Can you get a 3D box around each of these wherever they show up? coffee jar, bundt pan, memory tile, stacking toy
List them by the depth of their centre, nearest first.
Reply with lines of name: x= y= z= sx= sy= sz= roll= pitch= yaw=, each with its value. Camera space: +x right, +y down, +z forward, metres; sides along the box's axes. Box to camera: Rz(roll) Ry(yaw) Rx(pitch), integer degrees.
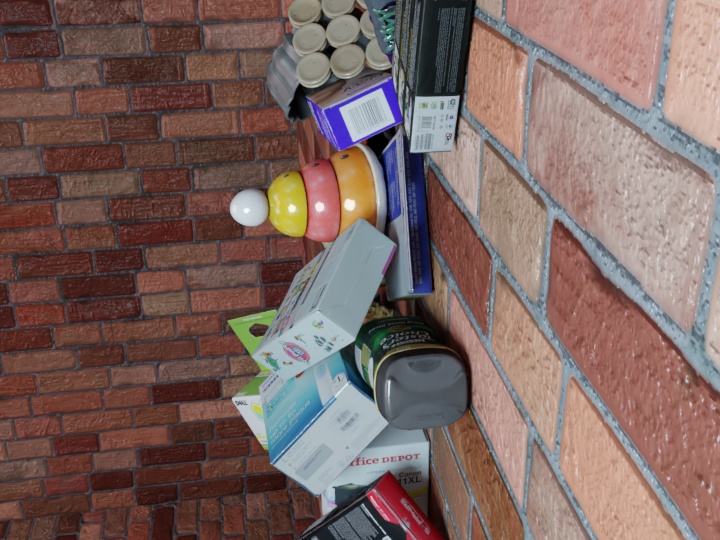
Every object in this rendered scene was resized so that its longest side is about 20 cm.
coffee jar: x=0.056 y=0.114 z=1.012 sx=0.200 sy=0.103 sz=0.087 roll=-131 pitch=38 yaw=-76
stacking toy: x=-0.074 y=-0.090 z=1.166 sx=0.146 sy=0.197 sz=0.148 roll=173 pitch=90 yaw=-69
memory tile: x=-0.026 y=-0.351 z=1.224 sx=0.017 sy=0.151 sz=0.203 roll=54 pitch=-154 yaw=-64
bundt pan: x=-0.067 y=-0.325 z=1.333 sx=0.076 sy=0.202 sz=0.202 roll=44 pitch=164 yaw=7

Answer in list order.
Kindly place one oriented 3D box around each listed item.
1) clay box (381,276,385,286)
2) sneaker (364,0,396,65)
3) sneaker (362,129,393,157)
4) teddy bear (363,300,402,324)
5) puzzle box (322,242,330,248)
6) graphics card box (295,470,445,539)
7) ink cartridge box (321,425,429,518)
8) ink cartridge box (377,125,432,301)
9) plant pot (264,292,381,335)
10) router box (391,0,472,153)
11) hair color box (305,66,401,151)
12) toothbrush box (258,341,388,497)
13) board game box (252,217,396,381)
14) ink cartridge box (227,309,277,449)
clay box: x=0.000 y=0.000 z=1.329 sx=0.200 sy=0.113 sz=0.048 roll=151 pitch=115 yaw=-81
sneaker: x=0.044 y=-0.295 z=1.022 sx=0.200 sy=0.073 sz=0.089 roll=19 pitch=-125 yaw=-82
sneaker: x=0.015 y=-0.120 z=1.292 sx=0.112 sy=0.076 sz=0.203 roll=-114 pitch=21 yaw=-71
teddy bear: x=0.026 y=0.132 z=1.277 sx=0.144 sy=0.066 sz=0.202 roll=35 pitch=135 yaw=30
puzzle box: x=-0.042 y=-0.062 z=1.527 sx=0.202 sy=0.025 sz=0.133 roll=65 pitch=-166 yaw=1
graphics card box: x=0.009 y=0.358 z=1.144 sx=0.126 sy=0.051 sz=0.200 roll=49 pitch=127 yaw=4
ink cartridge box: x=0.018 y=0.308 z=1.239 sx=0.083 sy=0.144 sz=0.203 roll=-111 pitch=18 yaw=-65
ink cartridge box: x=0.059 y=-0.065 z=1.127 sx=0.200 sy=0.046 sz=0.201 roll=155 pitch=112 yaw=-80
plant pot: x=-0.034 y=0.158 z=1.439 sx=0.200 sy=0.198 sz=0.190 roll=-164 pitch=56 yaw=-82
router box: x=0.069 y=-0.246 z=0.904 sx=0.150 sy=0.050 sz=0.202 roll=-100 pitch=9 yaw=-46
hair color box: x=-0.008 y=-0.229 z=1.226 sx=0.200 sy=0.108 sz=0.065 roll=-124 pitch=10 yaw=-73
toothbrush box: x=-0.050 y=0.172 z=1.160 sx=0.085 sy=0.147 sz=0.200 roll=40 pitch=-170 yaw=-21
board game box: x=-0.048 y=0.042 z=1.126 sx=0.200 sy=0.064 sz=0.149 roll=-35 pitch=24 yaw=54
ink cartridge box: x=-0.137 y=0.170 z=1.338 sx=0.147 sy=0.076 sz=0.201 roll=-14 pitch=112 yaw=51
